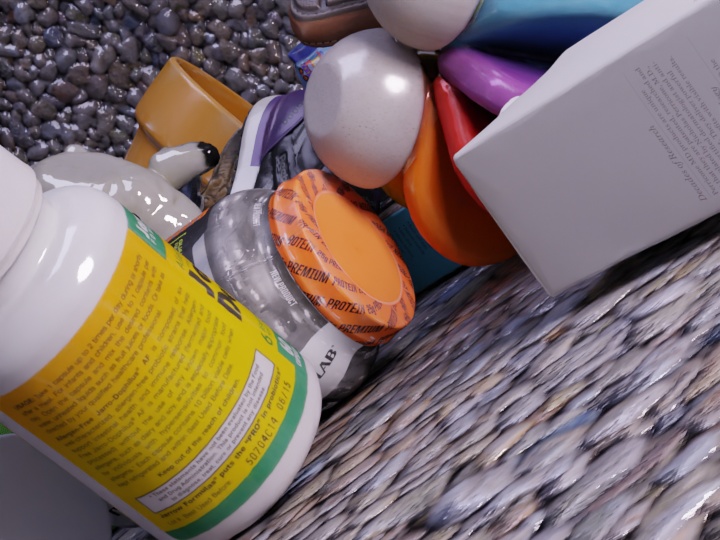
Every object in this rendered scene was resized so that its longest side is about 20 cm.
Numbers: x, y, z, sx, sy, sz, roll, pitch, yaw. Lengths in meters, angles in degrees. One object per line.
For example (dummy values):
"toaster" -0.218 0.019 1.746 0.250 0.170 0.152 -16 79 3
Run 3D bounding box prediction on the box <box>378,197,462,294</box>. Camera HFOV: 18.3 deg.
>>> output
"box" 0.000 0.000 1.371 0.200 0.049 0.082 -33 8 39

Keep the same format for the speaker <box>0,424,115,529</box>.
"speaker" -0.204 0.067 1.324 0.088 0.200 0.088 -36 6 5

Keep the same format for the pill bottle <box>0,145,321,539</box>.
"pill bottle" -0.121 0.032 1.027 0.113 0.200 0.113 -35 31 25

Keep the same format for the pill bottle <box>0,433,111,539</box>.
"pill bottle" -0.215 0.155 1.157 0.114 0.114 0.200 -42 8 -39

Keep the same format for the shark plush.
"shark plush" -0.165 -0.020 1.281 0.199 0.084 0.091 4 35 21

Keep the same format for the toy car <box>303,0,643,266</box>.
"toy car" 0.081 -0.093 1.139 0.201 0.174 0.150 -66 35 28

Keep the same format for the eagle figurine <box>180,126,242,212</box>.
"eagle figurine" -0.123 0.004 1.431 0.200 0.151 0.152 -32 46 26

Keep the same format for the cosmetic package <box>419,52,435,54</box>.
"cosmetic package" 0.066 -0.187 1.359 0.081 0.201 0.113 -9 32 -36

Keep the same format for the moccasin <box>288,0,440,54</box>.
"moccasin" 0.058 -0.150 1.238 0.200 0.078 0.074 -15 39 -20

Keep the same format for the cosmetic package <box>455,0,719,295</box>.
"cosmetic package" 0.147 -0.079 0.938 0.200 0.081 0.113 -32 8 48

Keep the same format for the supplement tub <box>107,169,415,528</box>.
"supplement tub" -0.076 0.040 1.180 0.200 0.123 0.123 -34 7 24

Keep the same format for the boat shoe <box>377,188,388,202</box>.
"boat shoe" -0.001 -0.040 1.603 0.201 0.061 0.072 -36 6 15

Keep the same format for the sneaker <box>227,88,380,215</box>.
"sneaker" -0.034 -0.021 1.293 0.087 0.076 0.201 -14 60 42

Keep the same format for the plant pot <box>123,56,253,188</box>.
"plant pot" -0.127 -0.039 1.796 0.184 0.200 0.200 -52 5 6

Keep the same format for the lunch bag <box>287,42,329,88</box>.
"lunch bag" 0.005 -0.125 1.774 0.094 0.151 0.200 -38 7 -10
